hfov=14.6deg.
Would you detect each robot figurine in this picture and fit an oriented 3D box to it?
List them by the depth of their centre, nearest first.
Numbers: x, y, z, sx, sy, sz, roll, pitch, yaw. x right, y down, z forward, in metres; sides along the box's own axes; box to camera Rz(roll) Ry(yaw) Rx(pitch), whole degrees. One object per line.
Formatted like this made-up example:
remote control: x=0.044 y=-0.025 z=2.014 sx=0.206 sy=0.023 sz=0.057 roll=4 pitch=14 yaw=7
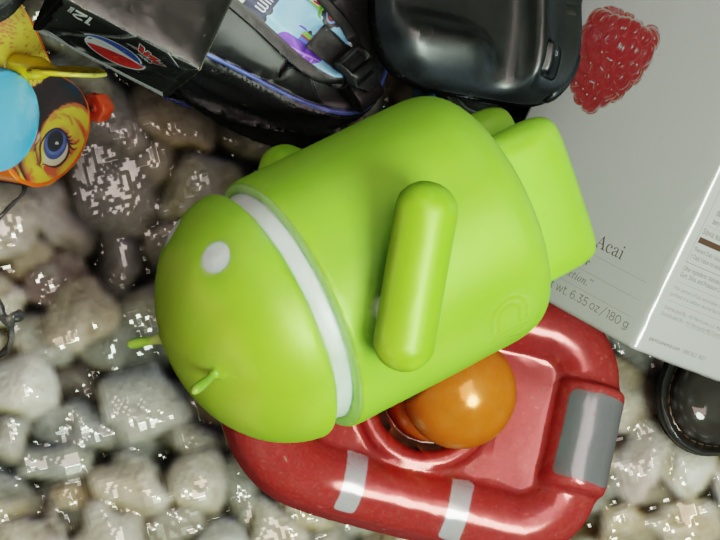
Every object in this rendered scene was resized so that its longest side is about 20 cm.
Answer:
robot figurine: x=0.000 y=0.000 z=1.208 sx=0.200 sy=0.175 sz=0.116 roll=-26 pitch=110 yaw=-19

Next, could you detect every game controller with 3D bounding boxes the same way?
game controller: x=0.051 y=-0.173 z=1.253 sx=0.104 sy=0.042 sz=0.201 roll=5 pitch=76 yaw=-21

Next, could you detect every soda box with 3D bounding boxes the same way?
soda box: x=-0.065 y=-0.180 z=1.202 sx=0.071 sy=0.063 sz=0.200 roll=27 pitch=75 yaw=-12

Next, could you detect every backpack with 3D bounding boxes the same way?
backpack: x=-0.072 y=-0.166 z=1.301 sx=0.200 sy=0.135 sz=0.183 roll=21 pitch=76 yaw=-12

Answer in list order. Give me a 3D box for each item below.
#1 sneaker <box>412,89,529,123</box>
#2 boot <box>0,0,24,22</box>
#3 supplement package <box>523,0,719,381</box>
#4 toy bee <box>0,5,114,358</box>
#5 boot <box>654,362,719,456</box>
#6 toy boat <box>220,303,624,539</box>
sneaker: x=0.120 y=-0.116 z=1.370 sx=0.199 sy=0.083 sz=0.071 roll=-26 pitch=84 yaw=-15
boot: x=-0.129 y=-0.197 z=1.161 sx=0.070 sy=0.132 sz=0.200 roll=17 pitch=83 yaw=-5
supplement package: x=0.161 y=-0.063 z=1.305 sx=0.120 sy=0.121 sz=0.200 roll=20 pitch=97 yaw=-47
toy bee: x=-0.170 y=-0.080 z=1.300 sx=0.131 sy=0.200 sz=0.109 roll=29 pitch=44 yaw=25
boot: x=0.250 y=0.026 z=1.339 sx=0.200 sy=0.174 sz=0.069 roll=-24 pitch=90 yaw=-15
toy boat: x=0.033 y=0.058 z=1.307 sx=0.199 sy=0.131 sz=0.131 roll=14 pitch=81 yaw=-11
